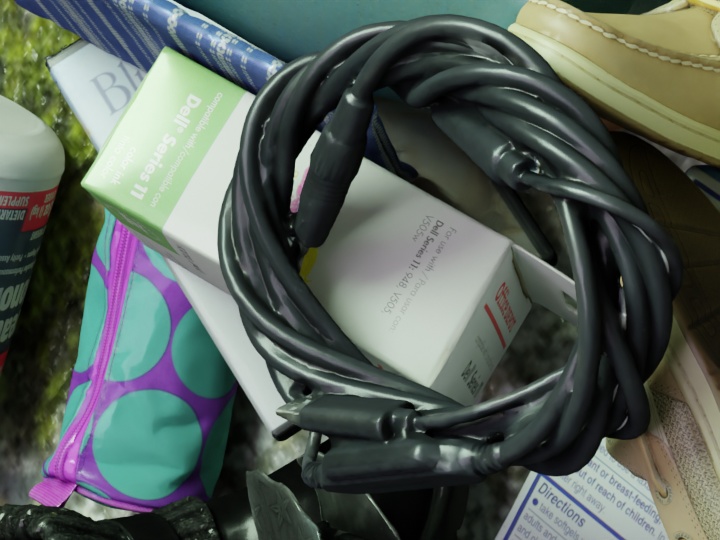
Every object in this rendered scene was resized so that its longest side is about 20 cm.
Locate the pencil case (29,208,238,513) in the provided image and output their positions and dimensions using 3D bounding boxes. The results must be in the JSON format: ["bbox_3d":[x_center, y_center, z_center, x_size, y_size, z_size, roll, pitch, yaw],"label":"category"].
[{"bbox_3d":[-0.093,0.012,1.110,0.085,0.092,0.200,16,99,40],"label":"pencil case"}]

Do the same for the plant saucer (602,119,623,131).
[{"bbox_3d":[0.085,-0.157,1.007,0.200,0.032,0.201,-2,87,39],"label":"plant saucer"}]

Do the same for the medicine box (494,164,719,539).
[{"bbox_3d":[0.167,0.091,0.881,0.182,0.103,0.200,39,112,34],"label":"medicine box"}]

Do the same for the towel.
[{"bbox_3d":[-0.071,-0.093,0.967,0.200,0.145,0.024,28,85,11],"label":"towel"}]

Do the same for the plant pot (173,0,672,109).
[{"bbox_3d":[0.028,-0.149,0.921,0.188,0.200,0.200,37,112,21],"label":"plant pot"}]

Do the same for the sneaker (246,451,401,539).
[{"bbox_3d":[0.011,0.172,0.949,0.104,0.060,0.200,-5,100,58],"label":"sneaker"}]

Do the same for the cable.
[{"bbox_3d":[0.031,-0.007,0.821,0.200,0.051,0.163,-13,84,48],"label":"cable"}]

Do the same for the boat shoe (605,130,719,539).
[{"bbox_3d":[0.110,0.048,0.818,0.064,0.071,0.200,-34,68,33],"label":"boat shoe"}]

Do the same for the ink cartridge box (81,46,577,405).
[{"bbox_3d":[0.000,0.000,0.952,0.200,0.117,0.067,30,84,13],"label":"ink cartridge box"}]

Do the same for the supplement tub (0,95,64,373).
[{"bbox_3d":[-0.238,0.006,1.201,0.140,0.140,0.200,29,107,37],"label":"supplement tub"}]

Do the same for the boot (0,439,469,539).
[{"bbox_3d":[-0.068,0.118,1.032,0.211,0.158,0.080,-43,44,31],"label":"boot"}]

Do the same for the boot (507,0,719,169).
[{"bbox_3d":[0.152,-0.111,0.844,0.073,0.200,0.156,41,113,53],"label":"boot"}]

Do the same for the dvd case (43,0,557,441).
[{"bbox_3d":[-0.027,-0.047,1.036,0.143,0.018,0.200,-33,75,0],"label":"dvd case"}]
